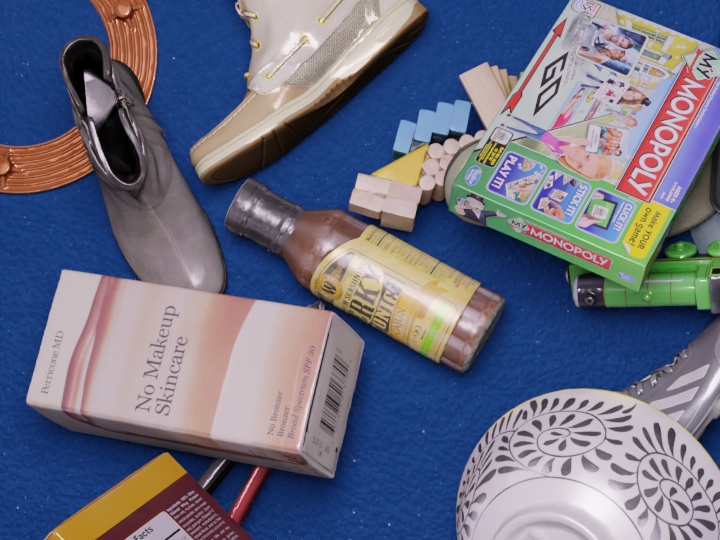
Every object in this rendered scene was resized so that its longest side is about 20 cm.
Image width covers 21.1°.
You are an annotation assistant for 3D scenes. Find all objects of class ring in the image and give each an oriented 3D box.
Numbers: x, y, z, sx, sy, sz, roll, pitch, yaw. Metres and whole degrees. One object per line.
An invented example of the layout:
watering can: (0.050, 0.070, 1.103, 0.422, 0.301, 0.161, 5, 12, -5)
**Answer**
ring: (-0.247, -0.155, 1.406, 0.200, 0.019, 0.201, -1, 83, 4)

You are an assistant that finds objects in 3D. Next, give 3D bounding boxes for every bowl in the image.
bowl: (0.139, 0.185, 1.257, 0.200, 0.094, 0.201, 5, 103, 23)

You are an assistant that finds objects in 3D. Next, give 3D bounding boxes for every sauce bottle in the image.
sauce bottle: (0.000, 0.000, 1.345, 0.200, 0.065, 0.065, 27, 86, 9)

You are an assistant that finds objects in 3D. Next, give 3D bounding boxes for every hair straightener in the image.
hair straightener: (-0.085, 0.104, 1.350, 0.077, 0.041, 0.200, 29, 86, 7)

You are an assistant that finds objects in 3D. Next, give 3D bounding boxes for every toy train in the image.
toy train: (0.234, 0.006, 1.306, 0.199, 0.056, 0.042, -3, 117, 18)

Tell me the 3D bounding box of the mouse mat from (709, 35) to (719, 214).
mouse mat: (0.322, -0.114, 1.318, 0.160, 0.008, 0.201, 6, 60, 6)

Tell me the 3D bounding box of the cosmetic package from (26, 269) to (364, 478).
cosmetic package: (-0.110, 0.069, 1.308, 0.199, 0.087, 0.104, 7, 75, 18)

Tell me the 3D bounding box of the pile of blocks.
pile of blocks: (0.078, -0.090, 1.351, 0.200, 0.062, 0.082, -23, 81, -6)

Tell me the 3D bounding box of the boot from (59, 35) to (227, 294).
boot: (-0.155, -0.060, 1.322, 0.068, 0.131, 0.200, -25, 93, 0)

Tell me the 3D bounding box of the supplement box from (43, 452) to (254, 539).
supplement box: (-0.140, 0.268, 1.250, 0.200, 0.133, 0.197, 45, 121, 8)

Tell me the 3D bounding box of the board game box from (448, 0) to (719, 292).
board game box: (0.161, -0.089, 1.272, 0.134, 0.029, 0.200, 23, 55, 14)

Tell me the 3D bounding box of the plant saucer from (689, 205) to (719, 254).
plant saucer: (0.325, -0.059, 1.335, 0.200, 0.039, 0.202, 0, 84, 5)

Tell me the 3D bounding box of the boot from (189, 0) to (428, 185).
boot: (-0.073, -0.170, 1.367, 0.200, 0.072, 0.155, -40, 82, -6)

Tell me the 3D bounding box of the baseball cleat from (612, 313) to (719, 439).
baseball cleat: (0.190, 0.092, 1.314, 0.106, 0.070, 0.200, 31, 86, 7)

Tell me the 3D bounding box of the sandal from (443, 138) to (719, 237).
sandal: (0.156, -0.050, 1.303, 0.200, 0.057, 0.080, -3, 111, -13)
